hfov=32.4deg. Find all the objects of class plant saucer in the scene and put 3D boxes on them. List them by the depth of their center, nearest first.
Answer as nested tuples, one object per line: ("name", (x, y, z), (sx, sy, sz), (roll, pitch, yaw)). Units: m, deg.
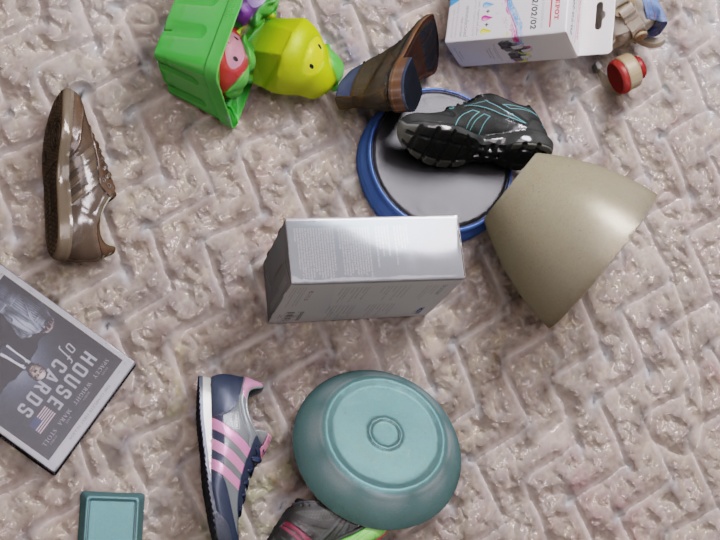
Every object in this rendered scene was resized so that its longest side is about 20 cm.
("plant saucer", (-0.268, 0.336, 1.311), (0.069, 0.019, 0.202), (4, 74, -13))
("plant saucer", (0.024, 0.190, 1.385), (0.198, 0.036, 0.202), (9, 53, -11))

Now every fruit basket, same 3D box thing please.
("fruit basket", (-0.119, -0.273, 1.470), (0.213, 0.156, 0.218), (-1, 69, 3))

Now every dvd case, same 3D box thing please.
("dvd case", (-0.369, 0.103, 1.350), (0.199, 0.025, 0.151), (35, 69, -1))

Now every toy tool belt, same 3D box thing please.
("toy tool belt", (0.349, -0.341, 1.614), (0.122, 0.125, 0.202), (-23, 81, -11))

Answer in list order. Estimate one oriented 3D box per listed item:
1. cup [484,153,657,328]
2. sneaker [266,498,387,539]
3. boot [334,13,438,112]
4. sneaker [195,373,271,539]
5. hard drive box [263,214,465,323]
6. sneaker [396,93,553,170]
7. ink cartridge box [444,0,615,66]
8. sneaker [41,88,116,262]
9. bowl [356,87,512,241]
("cup", (0.231, -0.055, 1.460), (0.143, 0.200, 0.201), (39, 69, 4))
("sneaker", (-0.068, 0.297, 1.353), (0.198, 0.077, 0.084), (-20, 64, -23))
("boot", (0.036, -0.259, 1.530), (0.096, 0.075, 0.201), (-3, 34, 22))
("sneaker", (-0.134, 0.209, 1.351), (0.081, 0.070, 0.202), (-3, 72, -13))
("hard drive box", (0.000, 0.000, 1.405), (0.198, 0.156, 0.078), (-1, 73, -15))
("sneaker", (0.135, -0.171, 1.503), (0.198, 0.076, 0.080), (5, 59, -20))
("ink cartridge box", (0.214, -0.327, 1.549), (0.198, 0.068, 0.116), (-1, 70, 24))
("sneaker", (-0.318, -0.106, 1.413), (0.075, 0.070, 0.202), (7, 75, -32))
("bowl", (0.095, -0.132, 1.530), (0.198, 0.039, 0.203), (4, 73, -13))
